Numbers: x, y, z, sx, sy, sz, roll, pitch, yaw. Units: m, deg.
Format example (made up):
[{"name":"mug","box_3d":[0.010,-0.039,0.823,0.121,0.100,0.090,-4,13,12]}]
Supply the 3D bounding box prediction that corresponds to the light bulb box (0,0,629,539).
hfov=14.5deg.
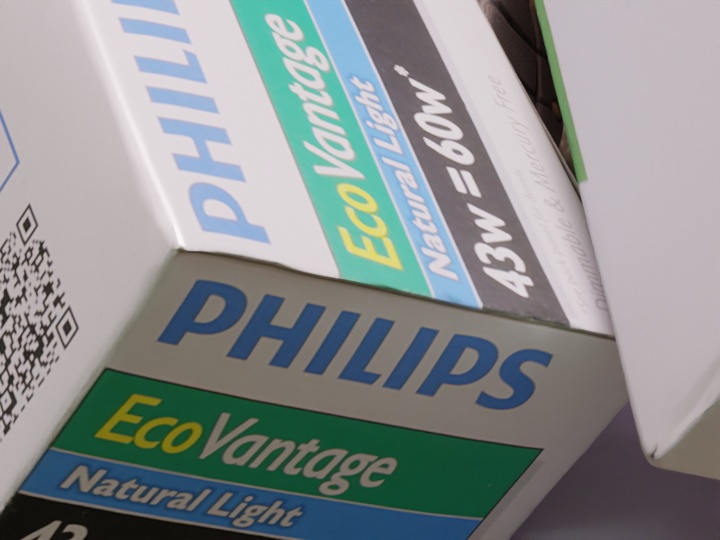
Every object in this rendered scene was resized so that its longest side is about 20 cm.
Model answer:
[{"name":"light bulb box","box_3d":[-0.065,0.004,0.628,0.124,0.200,0.199,11,40,-37]}]

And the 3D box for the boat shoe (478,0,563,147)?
[{"name":"boat shoe","box_3d":[0.000,0.000,0.771,0.073,0.075,0.201,-5,43,29]}]

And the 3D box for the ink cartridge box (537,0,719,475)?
[{"name":"ink cartridge box","box_3d":[0.146,-0.023,0.571,0.199,0.084,0.145,13,46,-26]}]

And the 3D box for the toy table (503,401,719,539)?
[{"name":"toy table","box_3d":[0.104,0.083,0.646,0.183,0.118,0.200,35,54,28]}]
